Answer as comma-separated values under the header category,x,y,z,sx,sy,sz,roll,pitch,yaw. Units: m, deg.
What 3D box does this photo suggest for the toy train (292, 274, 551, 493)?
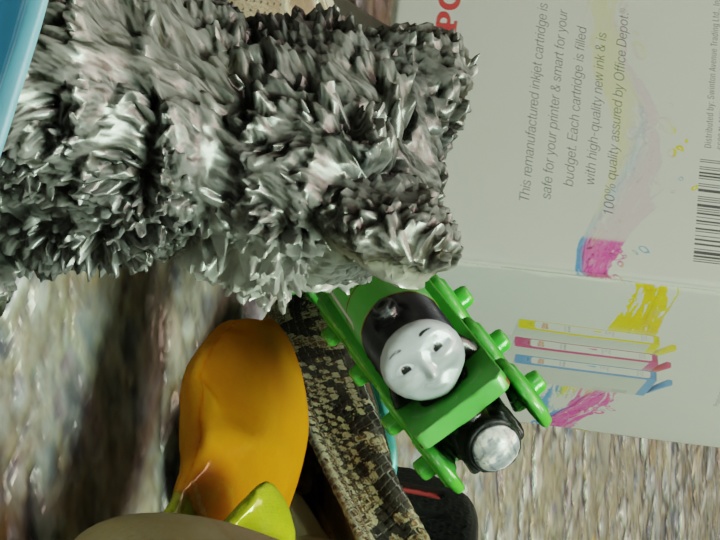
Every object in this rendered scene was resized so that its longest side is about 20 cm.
category,x,y,z,sx,sy,sz,roll,pitch,yaw
toy train,0.000,0.000,0.814,0.056,0.042,0.200,53,-1,-27

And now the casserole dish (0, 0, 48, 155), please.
category,x,y,z,sx,sy,sz,roll,pitch,yaw
casserole dish,-0.119,-0.036,0.515,0.121,0.039,0.200,37,60,-45

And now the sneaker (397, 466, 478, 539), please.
category,x,y,z,sx,sy,sz,roll,pitch,yaw
sneaker,-0.015,0.143,0.904,0.200,0.074,0.087,-68,168,-48

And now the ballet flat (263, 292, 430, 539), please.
category,x,y,z,sx,sy,sz,roll,pitch,yaw
ballet flat,-0.011,0.083,0.846,0.200,0.075,0.068,64,-33,34

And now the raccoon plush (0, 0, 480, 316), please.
category,x,y,z,sx,sy,sz,roll,pitch,yaw
raccoon plush,-0.054,-0.045,0.631,0.200,0.134,0.097,44,47,-67

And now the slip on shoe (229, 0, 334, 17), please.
category,x,y,z,sx,sy,sz,roll,pitch,yaw
slip on shoe,-0.054,-0.090,0.735,0.061,0.076,0.200,-75,155,-60

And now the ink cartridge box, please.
category,x,y,z,sx,sy,sz,roll,pitch,yaw
ink cartridge box,0.078,-0.026,0.997,0.125,0.200,0.129,95,3,-63

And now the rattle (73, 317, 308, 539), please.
category,x,y,z,sx,sy,sz,roll,pitch,yaw
rattle,0.018,0.073,0.726,0.143,0.200,0.130,-43,103,-39
